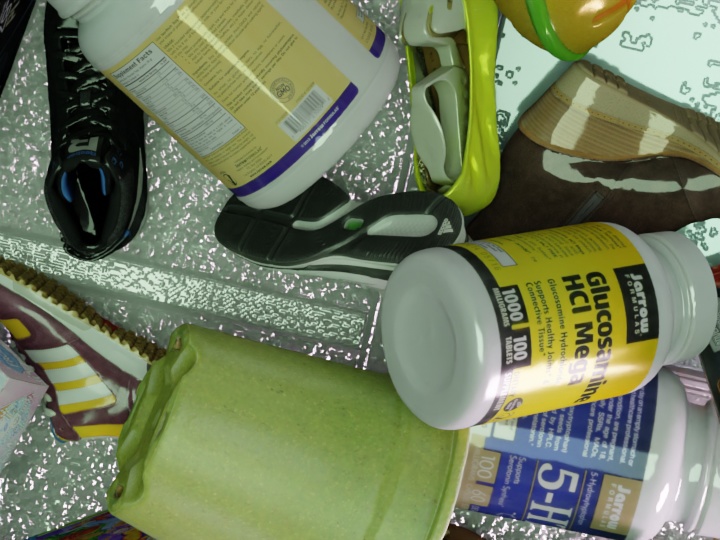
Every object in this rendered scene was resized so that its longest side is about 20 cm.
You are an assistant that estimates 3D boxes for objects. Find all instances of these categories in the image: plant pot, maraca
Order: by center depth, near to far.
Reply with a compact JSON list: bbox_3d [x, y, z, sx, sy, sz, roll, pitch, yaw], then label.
[{"bbox_3d":[0.129,-0.234,1.521,0.106,0.137,0.201,-1,95,24],"label":"maraca"},{"bbox_3d":[-0.056,0.127,1.527,0.184,0.200,0.201,22,102,-14],"label":"plant pot"}]

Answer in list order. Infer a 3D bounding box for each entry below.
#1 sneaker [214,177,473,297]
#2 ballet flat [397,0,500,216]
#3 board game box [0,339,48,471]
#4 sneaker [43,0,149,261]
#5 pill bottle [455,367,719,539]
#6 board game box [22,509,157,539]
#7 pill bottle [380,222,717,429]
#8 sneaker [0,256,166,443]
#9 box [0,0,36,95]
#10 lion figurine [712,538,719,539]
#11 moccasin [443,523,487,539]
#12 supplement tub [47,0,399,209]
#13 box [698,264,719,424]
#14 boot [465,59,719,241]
[{"bbox_3d":[0.000,0.000,1.591,0.200,0.076,0.115,9,148,36],"label":"sneaker"},{"bbox_3d":[0.054,-0.135,1.556,0.067,0.067,0.201,-3,93,38],"label":"ballet flat"},{"bbox_3d":[-0.321,0.105,1.597,0.200,0.043,0.200,39,105,36],"label":"board game box"},{"bbox_3d":[-0.174,-0.106,1.569,0.073,0.112,0.201,-5,101,3],"label":"sneaker"},{"bbox_3d":[0.157,0.116,1.591,0.199,0.120,0.120,11,102,2],"label":"pill bottle"},{"bbox_3d":[-0.180,0.208,1.587,0.134,0.200,0.045,-20,99,6],"label":"board game box"},{"bbox_3d":[0.122,0.030,1.497,0.199,0.112,0.113,-10,103,-31],"label":"pill bottle"},{"bbox_3d":[-0.204,0.067,1.624,0.200,0.075,0.090,32,96,-2],"label":"sneaker"},{"bbox_3d":[-0.275,-0.138,1.518,0.086,0.164,0.201,24,118,-2],"label":"box"},{"bbox_3d":[0.294,0.257,1.645,0.200,0.072,0.123,36,109,10],"label":"lion figurine"},{"bbox_3d":[0.070,0.222,1.606,0.201,0.078,0.074,29,104,33],"label":"moccasin"},{"bbox_3d":[-0.089,-0.153,1.524,0.200,0.145,0.145,43,100,-16],"label":"supplement tub"},{"bbox_3d":[0.290,0.060,1.536,0.136,0.200,0.040,-17,128,6],"label":"box"},{"bbox_3d":[0.180,-0.032,1.600,0.199,0.072,0.167,29,113,-4],"label":"boot"}]
